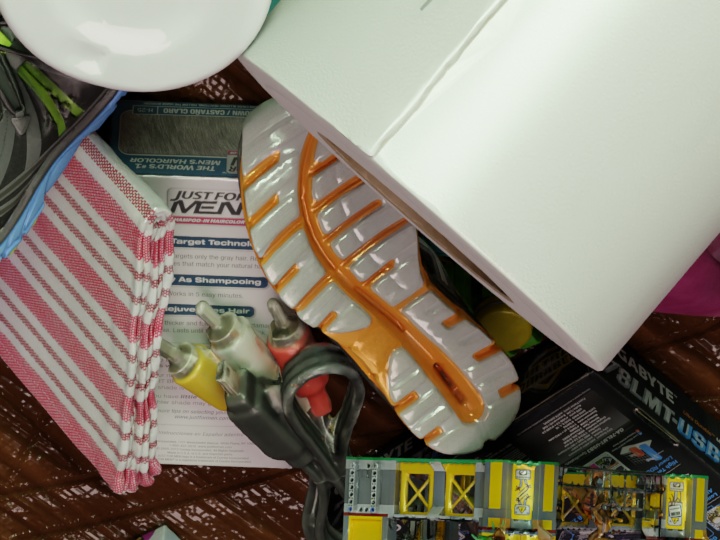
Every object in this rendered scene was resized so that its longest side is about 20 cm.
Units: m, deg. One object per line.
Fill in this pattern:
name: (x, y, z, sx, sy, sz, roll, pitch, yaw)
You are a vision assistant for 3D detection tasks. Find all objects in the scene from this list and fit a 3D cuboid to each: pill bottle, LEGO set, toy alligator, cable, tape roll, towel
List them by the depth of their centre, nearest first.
tape roll: (0.067, -0.074, 1.238, 0.203, 0.203, 0.139, 41, 90, -30)
pill bottle: (-0.088, -0.177, 1.251, 0.114, 0.200, 0.115, 1, 132, 1)
towel: (-0.140, -0.001, 1.473, 0.030, 0.146, 0.201, -23, 141, -30)
LEGO set: (0.080, 0.155, 1.487, 0.153, 0.116, 0.200, -1, 174, 32)
toy alligator: (0.083, 0.016, 1.520, 0.199, 0.059, 0.054, -17, 130, 17)
cable: (-0.020, 0.079, 1.522, 0.097, 0.050, 0.200, -15, 141, 22)

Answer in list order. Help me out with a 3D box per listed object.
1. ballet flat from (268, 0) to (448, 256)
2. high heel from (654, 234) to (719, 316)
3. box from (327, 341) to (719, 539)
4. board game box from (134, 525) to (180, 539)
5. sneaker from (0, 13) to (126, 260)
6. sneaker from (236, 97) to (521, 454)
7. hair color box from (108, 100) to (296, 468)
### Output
ballet flat: (0.013, -0.093, 1.413, 0.067, 0.071, 0.200, -4, 138, 34)
high heel: (0.158, 0.001, 1.450, 0.096, 0.068, 0.200, -30, 157, 1)
box: (0.115, 0.140, 1.640, 0.200, 0.050, 0.198, -35, 123, 29)
board game box: (-0.131, 0.255, 1.760, 0.200, 0.041, 0.200, -28, 126, 25)
sneaker: (-0.159, -0.088, 1.372, 0.200, 0.071, 0.083, -59, 146, 3)
sneaker: (0.000, 0.000, 1.431, 0.078, 0.077, 0.200, -33, 114, -1)
hair color box: (-0.078, 0.009, 1.518, 0.100, 0.061, 0.201, 2, 133, -3)
